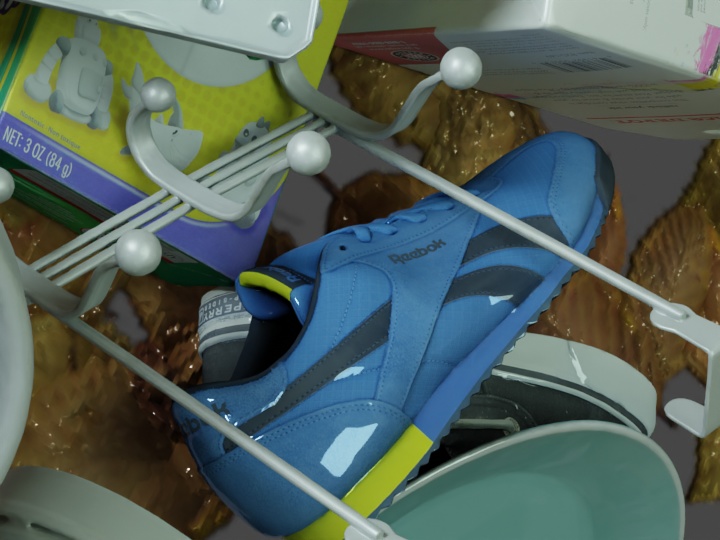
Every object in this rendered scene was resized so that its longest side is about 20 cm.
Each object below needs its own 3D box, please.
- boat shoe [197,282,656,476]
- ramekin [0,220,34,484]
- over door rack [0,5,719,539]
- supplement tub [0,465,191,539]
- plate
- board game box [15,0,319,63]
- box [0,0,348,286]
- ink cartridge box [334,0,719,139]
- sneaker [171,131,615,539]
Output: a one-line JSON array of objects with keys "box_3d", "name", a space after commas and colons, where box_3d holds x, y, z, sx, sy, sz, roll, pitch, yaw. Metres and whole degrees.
[{"box_3d": [0.028, 0.056, 0.886, 0.199, 0.072, 0.068, 16, 66, -39], "name": "boat shoe"}, {"box_3d": [-0.189, 0.003, 0.624, 0.199, 0.105, 0.201, -11, 133, -12], "name": "ramekin"}, {"box_3d": [0.000, 0.000, 0.733, 0.147, 0.200, 0.067, -31, 149, -34], "name": "over door rack"}, {"box_3d": [-0.115, 0.172, 0.721, 0.200, 0.144, 0.145, -54, 123, -26], "name": "supplement tub"}, {"box_3d": [0.030, 0.127, 0.880, 0.199, 0.026, 0.201, -22, 137, -22], "name": "plate"}, {"box_3d": [-0.097, -0.176, 0.737, 0.199, 0.026, 0.202, 12, 78, -13], "name": "board game box"}, {"box_3d": [-0.057, -0.108, 0.829, 0.117, 0.048, 0.201, 30, 70, -38], "name": "box"}, {"box_3d": [0.099, -0.098, 0.924, 0.199, 0.116, 0.068, 13, 83, -42], "name": "ink cartridge box"}, {"box_3d": [0.014, 0.004, 0.814, 0.078, 0.066, 0.200, 47, 56, -8], "name": "sneaker"}]
